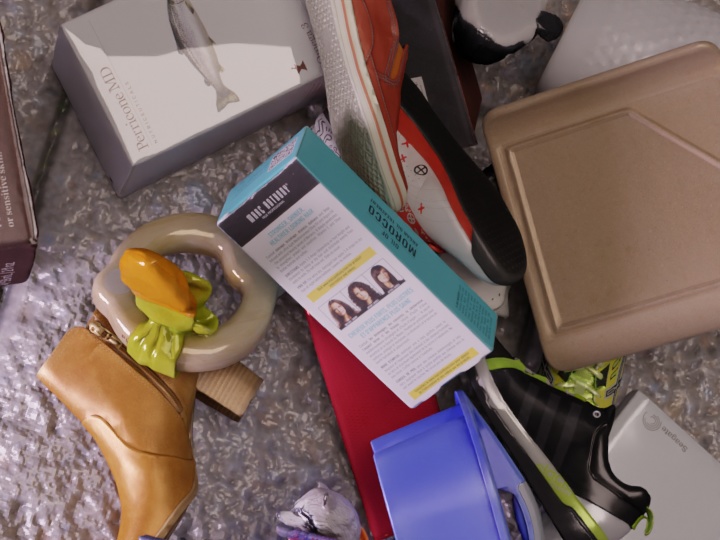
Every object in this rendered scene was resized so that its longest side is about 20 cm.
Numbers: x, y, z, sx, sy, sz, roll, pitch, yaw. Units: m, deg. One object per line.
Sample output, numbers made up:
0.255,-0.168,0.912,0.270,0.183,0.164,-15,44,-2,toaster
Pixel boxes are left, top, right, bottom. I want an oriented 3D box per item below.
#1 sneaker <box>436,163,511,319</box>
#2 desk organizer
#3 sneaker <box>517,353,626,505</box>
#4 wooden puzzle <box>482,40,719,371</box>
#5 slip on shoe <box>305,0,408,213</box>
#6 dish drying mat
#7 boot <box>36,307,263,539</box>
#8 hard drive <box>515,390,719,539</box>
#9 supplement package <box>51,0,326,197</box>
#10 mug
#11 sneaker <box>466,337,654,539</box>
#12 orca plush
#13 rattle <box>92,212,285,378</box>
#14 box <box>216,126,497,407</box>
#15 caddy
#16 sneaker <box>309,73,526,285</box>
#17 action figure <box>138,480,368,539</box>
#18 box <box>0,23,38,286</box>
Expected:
0.092,-0.011,1.376,0.088,0.074,0.200,41,85,-4,sneaker
0.034,-0.193,1.364,0.071,0.077,0.201,-10,118,16,desk organizer
0.162,0.080,1.363,0.075,0.076,0.202,11,73,8,sneaker
0.200,-0.045,1.311,0.183,0.037,0.202,-17,87,16,wooden puzzle
0.008,-0.140,1.265,0.061,0.074,0.202,-13,93,-21,slip on shoe
0.017,0.096,1.335,0.076,0.018,0.202,-18,102,-6,dish drying mat
-0.175,0.118,1.296,0.143,0.071,0.202,31,70,-1,boot
0.200,0.211,1.382,0.132,0.027,0.200,42,74,-3,hard drive
-0.113,-0.156,1.328,0.199,0.117,0.118,-28,89,-16,supplement package
0.219,-0.115,1.395,0.174,0.148,0.201,28,100,3,mug
0.145,0.113,1.308,0.082,0.072,0.201,-31,73,1,sneaker
0.096,-0.213,1.397,0.105,0.071,0.201,23,43,-22,orca plush
-0.092,-0.028,1.276,0.199,0.144,0.130,-30,51,-24,rattle
0.000,0.000,1.260,0.082,0.049,0.200,-37,109,27,box
0.078,0.188,1.274,0.104,0.141,0.202,-16,93,-1,caddy
0.033,-0.048,1.326,0.067,0.108,0.202,-8,59,-57,sneaker
-0.058,0.235,1.251,0.198,0.105,0.195,20,101,12,action figure
-0.335,-0.067,1.235,0.198,0.166,0.166,-10,83,-14,box
